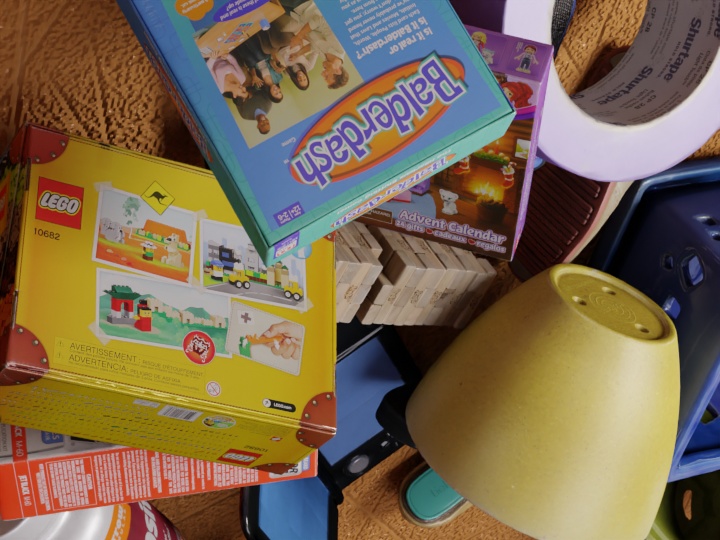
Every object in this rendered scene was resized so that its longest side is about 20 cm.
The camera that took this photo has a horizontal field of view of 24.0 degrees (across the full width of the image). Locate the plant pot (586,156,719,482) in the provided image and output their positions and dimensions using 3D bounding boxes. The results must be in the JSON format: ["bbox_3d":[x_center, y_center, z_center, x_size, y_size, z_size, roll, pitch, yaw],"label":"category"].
[{"bbox_3d":[0.285,0.021,1.324,0.198,0.180,0.201,-9,135,-31],"label":"plant pot"}]

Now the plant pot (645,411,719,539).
[{"bbox_3d":[0.349,0.200,1.582,0.200,0.201,0.184,-38,155,1],"label":"plant pot"}]

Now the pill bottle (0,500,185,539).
[{"bbox_3d":[-0.201,0.183,1.154,0.113,0.113,0.200,-36,144,-1],"label":"pill bottle"}]

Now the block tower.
[{"bbox_3d":[0.000,0.000,1.173,0.198,0.058,0.054,5,127,-40],"label":"block tower"}]

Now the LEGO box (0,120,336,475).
[{"bbox_3d":[-0.115,0.019,0.964,0.198,0.150,0.077,14,149,-25],"label":"LEGO box"}]

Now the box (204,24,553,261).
[{"bbox_3d":[0.006,-0.089,0.988,0.138,0.198,0.039,94,14,-44],"label":"box"}]

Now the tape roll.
[{"bbox_3d":[0.148,-0.162,1.035,0.198,0.085,0.202,-10,112,-25],"label":"tape roll"}]

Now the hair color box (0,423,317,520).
[{"bbox_3d":[-0.132,0.082,1.061,0.198,0.112,0.064,-7,139,-10],"label":"hair color box"}]

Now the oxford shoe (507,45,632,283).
[{"bbox_3d":[0.177,-0.070,1.233,0.074,0.071,0.201,-2,133,-47],"label":"oxford shoe"}]

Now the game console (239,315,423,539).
[{"bbox_3d":[-0.010,0.143,1.264,0.172,0.119,0.200,-34,144,-3],"label":"game console"}]

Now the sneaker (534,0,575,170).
[{"bbox_3d":[0.099,-0.103,1.119,0.075,0.078,0.202,-4,127,-38],"label":"sneaker"}]

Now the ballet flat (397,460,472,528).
[{"bbox_3d":[0.115,0.148,1.435,0.199,0.069,0.063,-30,171,-5],"label":"ballet flat"}]

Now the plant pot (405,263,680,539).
[{"bbox_3d":[0.149,0.082,1.212,0.199,0.200,0.143,2,122,-40],"label":"plant pot"}]

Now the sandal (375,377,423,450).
[{"bbox_3d":[0.074,0.112,1.316,0.199,0.075,0.048,-6,128,-52],"label":"sandal"}]

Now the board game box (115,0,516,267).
[{"bbox_3d":[-0.033,-0.126,0.894,0.151,0.201,0.045,-28,171,-10],"label":"board game box"}]
